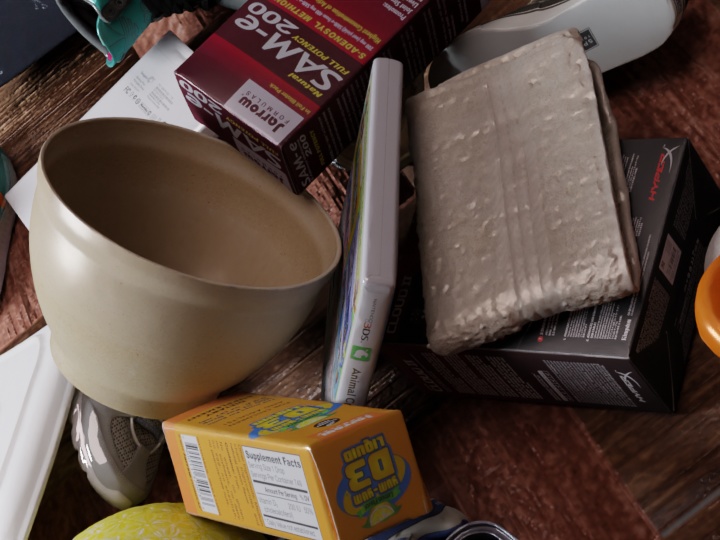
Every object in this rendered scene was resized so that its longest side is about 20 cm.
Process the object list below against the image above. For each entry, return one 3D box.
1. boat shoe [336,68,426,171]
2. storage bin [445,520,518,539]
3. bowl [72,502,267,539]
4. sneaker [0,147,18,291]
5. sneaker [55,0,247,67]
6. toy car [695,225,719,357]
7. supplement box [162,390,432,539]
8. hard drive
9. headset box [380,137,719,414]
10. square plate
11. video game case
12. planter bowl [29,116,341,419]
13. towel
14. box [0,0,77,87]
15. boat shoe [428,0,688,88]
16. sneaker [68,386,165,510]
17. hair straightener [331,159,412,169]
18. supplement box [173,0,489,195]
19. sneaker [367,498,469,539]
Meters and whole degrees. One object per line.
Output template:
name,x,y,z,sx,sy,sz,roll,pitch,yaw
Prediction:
boat shoe,0.015,-0.149,1.125,0.071,0.065,0.201,4,45,7
storage bin,0.062,0.252,0.816,0.135,0.094,0.201,32,81,44
bowl,-0.150,0.225,0.977,0.199,0.108,0.202,-19,49,24
sneaker,-0.342,-0.049,1.328,0.071,0.080,0.201,-24,48,20
sneaker,-0.169,-0.220,1.292,0.198,0.084,0.122,17,68,11
toy car,0.265,-0.005,0.812,0.199,0.150,0.176,-33,45,12
supplement box,-0.043,0.114,0.920,0.066,0.069,0.199,-20,11,-30
hard drive,-0.196,-0.097,1.298,0.200,0.027,0.132,-45,45,-1
headset box,0.108,0.001,0.974,0.199,0.077,0.150,0,59,37
square plate,-0.266,0.133,1.128,0.198,0.028,0.202,-25,44,51
video game case,0.000,0.000,0.980,0.022,0.183,0.201,8,45,-5
planter bowl,-0.126,0.009,1.018,0.201,0.199,0.136,53,129,45
towel,0.093,-0.049,0.944,0.132,0.034,0.201,-21,50,23
box,-0.318,-0.300,1.395,0.199,0.197,0.118,-34,30,11
boat shoe,0.138,-0.157,1.080,0.199,0.071,0.064,-16,18,36
sneaker,-0.147,0.071,1.107,0.081,0.075,0.202,-15,52,28
hair straightener,-0.027,-0.089,1.154,0.199,0.041,0.077,22,45,36
supplement box,-0.017,-0.160,1.067,0.109,0.061,0.200,36,73,27
sneaker,0.004,0.217,0.895,0.088,0.075,0.201,2,61,36
